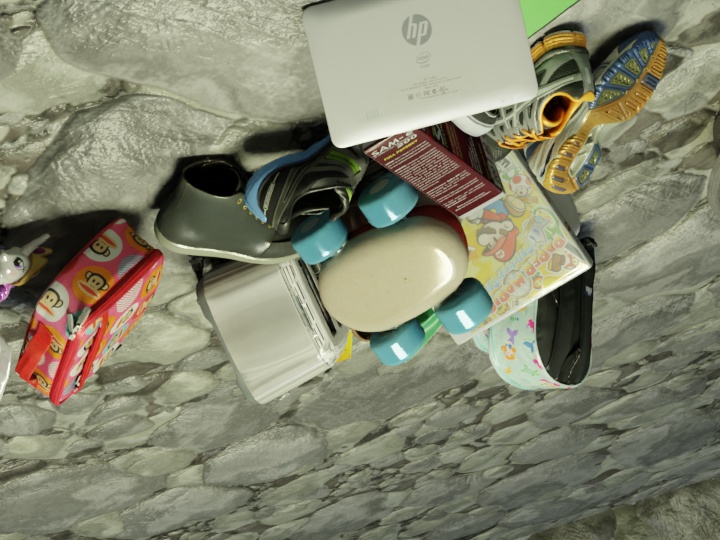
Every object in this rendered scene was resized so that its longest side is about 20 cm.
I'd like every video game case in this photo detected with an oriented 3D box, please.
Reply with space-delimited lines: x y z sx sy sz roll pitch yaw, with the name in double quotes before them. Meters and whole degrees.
"video game case" 0.142 -0.032 1.589 0.199 0.183 0.023 -33 -173 27

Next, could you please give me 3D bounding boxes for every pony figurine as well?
"pony figurine" -0.413 0.036 1.353 0.194 0.166 0.199 -56 154 17

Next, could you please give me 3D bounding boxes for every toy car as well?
"toy car" 0.047 -0.036 1.508 0.176 0.201 0.185 -27 113 26

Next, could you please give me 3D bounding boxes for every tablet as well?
"tablet" 0.056 -0.198 1.235 0.198 0.132 0.014 -15 -173 -4

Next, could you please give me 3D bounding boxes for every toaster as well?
"toaster" -0.101 0.047 1.573 0.128 0.202 0.114 -23 -172 16

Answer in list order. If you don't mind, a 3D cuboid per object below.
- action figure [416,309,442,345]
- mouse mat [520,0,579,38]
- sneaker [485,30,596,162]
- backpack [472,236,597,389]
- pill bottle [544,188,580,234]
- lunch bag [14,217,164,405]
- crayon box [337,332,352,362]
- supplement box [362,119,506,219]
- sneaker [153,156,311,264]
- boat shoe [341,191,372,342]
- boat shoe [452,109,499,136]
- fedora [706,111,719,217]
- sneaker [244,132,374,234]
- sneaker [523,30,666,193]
"action figure" 0.116 0.019 1.759 0.200 0.119 0.054 -42 141 22
"mouse mat" 0.139 -0.262 1.302 0.199 0.008 0.160 -33 151 30
"sneaker" 0.179 -0.168 1.439 0.077 0.078 0.200 -5 153 -31
"backpack" 0.233 0.058 1.793 0.149 0.203 0.177 -11 164 35
"pill bottle" 0.161 -0.041 1.650 0.199 0.105 0.104 -32 152 27
"lunch bag" -0.301 0.053 1.450 0.176 0.082 0.200 -48 175 -36
"crayon box" -0.072 0.067 1.759 0.117 0.059 0.201 -15 155 -9
"supplement box" 0.065 -0.139 1.360 0.061 0.110 0.199 -28 150 23
"sneaker" -0.112 -0.065 1.443 0.198 0.075 0.106 -3 150 -29
"boat shoe" 0.000 0.000 1.595 0.075 0.074 0.201 -17 132 -9
"boat shoe" 0.100 -0.197 1.328 0.066 0.071 0.200 -26 147 20
"fedora" 0.495 -0.156 1.668 0.175 0.091 0.200 -23 149 5
"sneaker" -0.026 -0.097 1.403 0.199 0.083 0.071 -31 159 -25
"sneaker" 0.246 -0.185 1.467 0.075 0.088 0.201 27 108 -38
